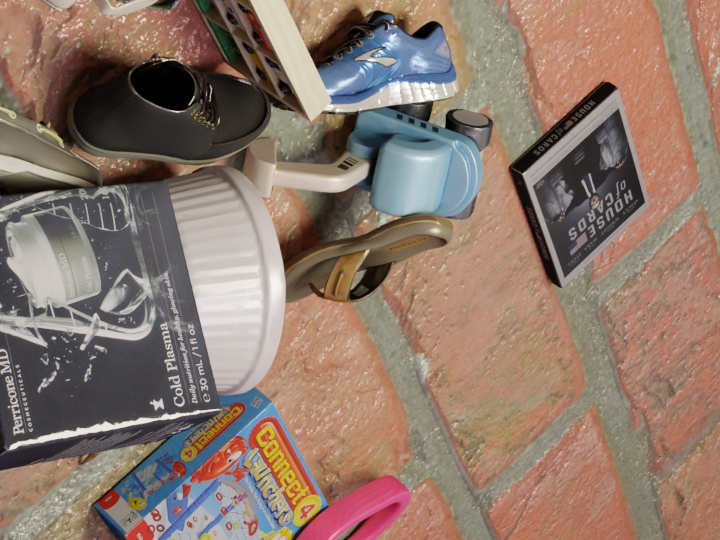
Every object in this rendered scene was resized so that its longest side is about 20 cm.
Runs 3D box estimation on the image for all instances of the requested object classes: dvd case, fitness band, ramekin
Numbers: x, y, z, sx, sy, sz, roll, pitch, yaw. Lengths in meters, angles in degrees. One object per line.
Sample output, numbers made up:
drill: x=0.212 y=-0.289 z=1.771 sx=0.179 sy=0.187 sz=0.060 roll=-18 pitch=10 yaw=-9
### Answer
dvd case: x=0.246 y=-0.092 z=2.121 sx=0.150 sy=0.025 sz=0.200 roll=-42 pitch=139 yaw=-14
fitness band: x=-0.019 y=0.292 z=2.074 sx=0.200 sy=0.037 sz=0.144 roll=-24 pitch=150 yaw=-51
ramekin: x=-0.153 y=0.012 z=1.661 sx=0.094 sy=0.202 sz=0.203 roll=-6 pitch=122 yaw=-31

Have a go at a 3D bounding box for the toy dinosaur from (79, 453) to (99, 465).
toy dinosaur: x=-0.187 y=0.102 z=1.793 sx=0.200 sy=0.060 sz=0.107 roll=-40 pitch=140 yaw=-17

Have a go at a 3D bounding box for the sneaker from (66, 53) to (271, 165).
sneaker: x=-0.137 y=-0.137 z=1.618 sx=0.199 sy=0.106 sz=0.075 roll=-10 pitch=81 yaw=-40

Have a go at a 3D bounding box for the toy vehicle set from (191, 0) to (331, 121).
toy vehicle set: x=-0.102 y=-0.222 z=1.593 sx=0.027 sy=0.124 sz=0.200 roll=-43 pitch=139 yaw=-13

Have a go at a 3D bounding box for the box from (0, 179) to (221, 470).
box: x=-0.240 y=0.045 z=1.530 sx=0.196 sy=0.124 sz=0.201 roll=-8 pitch=79 yaw=-36

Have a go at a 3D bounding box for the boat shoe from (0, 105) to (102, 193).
boat shoe: x=-0.271 y=-0.096 z=1.553 sx=0.201 sy=0.072 sz=0.061 roll=17 pitch=69 yaw=-62

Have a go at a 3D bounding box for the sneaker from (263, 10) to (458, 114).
sneaker: x=-0.003 y=-0.192 z=1.768 sx=0.199 sy=0.078 sz=0.090 roll=-13 pitch=102 yaw=-31

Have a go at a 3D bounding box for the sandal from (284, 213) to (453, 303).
sandal: x=0.000 y=0.000 z=1.834 sx=0.199 sy=0.054 sz=0.080 roll=-19 pitch=162 yaw=23

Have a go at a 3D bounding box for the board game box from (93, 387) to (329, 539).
board game box: x=-0.145 y=0.239 z=1.937 sx=0.196 sy=0.056 sz=0.200 roll=-42 pitch=140 yaw=-15

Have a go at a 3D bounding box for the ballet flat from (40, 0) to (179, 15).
ballet flat: x=-0.217 y=-0.234 z=1.501 sx=0.199 sy=0.074 sz=0.075 roll=-4 pitch=120 yaw=-43

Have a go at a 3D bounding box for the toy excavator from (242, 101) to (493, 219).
toy excavator: x=0.009 y=-0.099 z=1.802 sx=0.200 sy=0.193 sz=0.100 roll=-44 pitch=151 yaw=-60
